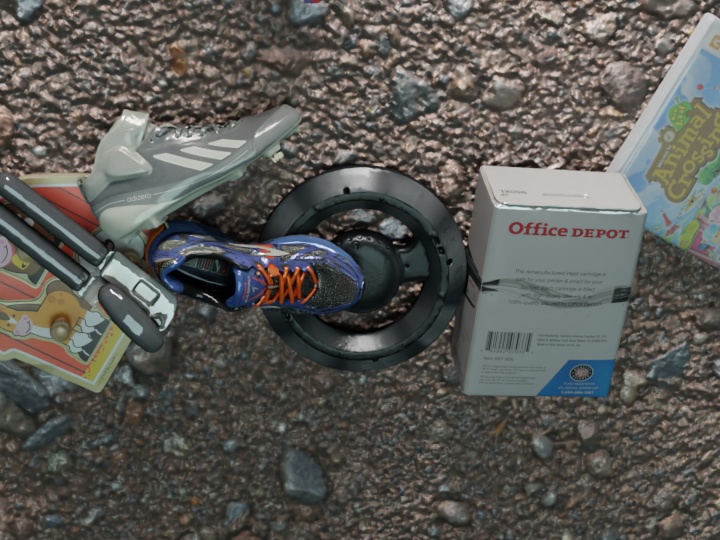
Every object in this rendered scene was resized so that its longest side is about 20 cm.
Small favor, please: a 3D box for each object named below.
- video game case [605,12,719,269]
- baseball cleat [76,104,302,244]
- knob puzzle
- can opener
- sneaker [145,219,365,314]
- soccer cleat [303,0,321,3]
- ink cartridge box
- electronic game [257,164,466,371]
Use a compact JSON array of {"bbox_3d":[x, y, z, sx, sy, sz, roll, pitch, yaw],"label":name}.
[{"bbox_3d":[0.343,-0.113,1.406,0.180,0.022,0.201,25,107,-20],"label":"video game case"},{"bbox_3d":[-0.151,-0.108,1.287,0.199,0.070,0.107,-33,100,-6],"label":"baseball cleat"},{"bbox_3d":[-0.279,0.002,1.331,0.216,0.031,0.223,-4,114,-9],"label":"knob puzzle"},{"bbox_3d":[-0.241,-0.009,1.287,0.199,0.066,0.053,39,86,-10],"label":"can opener"},{"bbox_3d":[-0.093,0.010,1.312,0.197,0.079,0.076,6,112,-6],"label":"sneaker"},{"bbox_3d":[-0.070,-0.316,1.222,0.075,0.067,0.202,1,124,23],"label":"soccer cleat"},{"bbox_3d":[0.171,0.011,1.382,0.142,0.085,0.202,2,119,-9],"label":"ink cartridge box"},{"bbox_3d":[0.000,0.000,1.378,0.197,0.042,0.203,-1,111,-2],"label":"electronic game"}]
